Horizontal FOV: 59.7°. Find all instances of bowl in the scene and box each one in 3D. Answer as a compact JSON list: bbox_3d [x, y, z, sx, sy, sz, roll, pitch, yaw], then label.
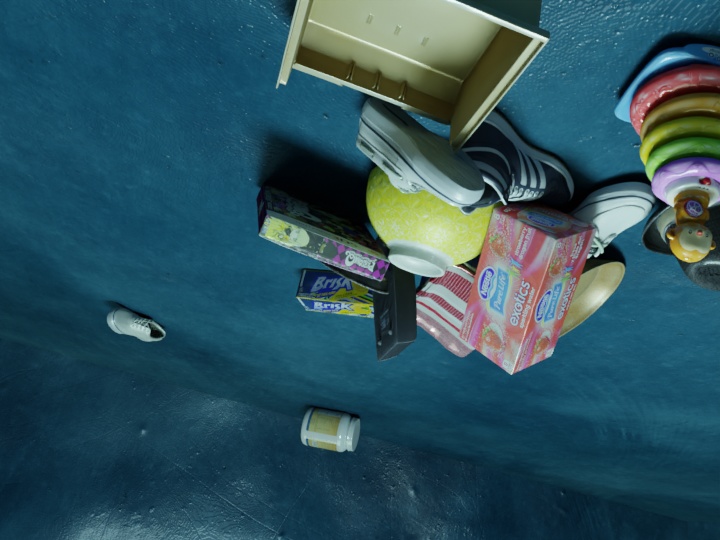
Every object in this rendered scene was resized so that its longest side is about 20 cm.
[{"bbox_3d":[0.090,-0.055,0.856,0.200,0.108,0.200,18,167,4],"label":"bowl"}]

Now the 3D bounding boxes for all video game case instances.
[{"bbox_3d":[-0.062,-0.060,0.915,0.181,0.036,0.200,21,-166,-16],"label":"video game case"}]

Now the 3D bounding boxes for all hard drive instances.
[{"bbox_3d":[0.052,0.036,1.017,0.042,0.201,0.135,2,158,-13],"label":"hard drive"}]

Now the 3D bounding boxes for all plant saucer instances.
[{"bbox_3d":[0.321,0.045,0.984,0.200,0.035,0.200,-24,147,-16],"label":"plant saucer"}]

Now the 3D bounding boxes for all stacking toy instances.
[{"bbox_3d":[0.307,-0.099,0.585,0.116,0.200,0.110,15,156,-3],"label":"stacking toy"}]

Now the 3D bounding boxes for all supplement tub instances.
[{"bbox_3d":[-0.112,0.606,2.381,0.199,0.145,0.145,7,155,13],"label":"supplement tub"}]

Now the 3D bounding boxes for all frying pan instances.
[{"bbox_3d":[0.012,0.007,0.968,0.115,0.031,0.190,30,-172,30],"label":"frying pan"}]

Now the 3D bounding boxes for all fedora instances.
[{"bbox_3d":[0.447,-0.031,0.744,0.200,0.092,0.201,-1,152,0],"label":"fedora"}]

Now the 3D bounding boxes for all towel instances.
[{"bbox_3d":[0.156,0.065,0.995,0.144,0.023,0.200,35,146,-3],"label":"towel"}]

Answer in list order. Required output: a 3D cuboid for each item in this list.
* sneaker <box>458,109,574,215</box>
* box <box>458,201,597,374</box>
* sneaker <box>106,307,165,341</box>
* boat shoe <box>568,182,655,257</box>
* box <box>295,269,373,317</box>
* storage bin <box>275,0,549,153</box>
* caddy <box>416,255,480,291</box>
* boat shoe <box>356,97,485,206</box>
[{"bbox_3d":[0.182,-0.100,0.755,0.200,0.109,0.070,29,152,-31],"label":"sneaker"},{"bbox_3d":[0.215,0.020,0.828,0.095,0.200,0.103,-13,-144,-38],"label":"box"},{"bbox_3d":[-0.625,0.150,1.763,0.071,0.073,0.200,-6,160,18],"label":"sneaker"},{"bbox_3d":[0.307,-0.048,0.839,0.073,0.067,0.200,21,154,-17],"label":"boat shoe"},{"bbox_3d":[-0.020,0.047,1.230,0.199,0.064,0.070,5,155,17],"label":"box"},{"bbox_3d":[0.039,-0.220,0.589,0.200,0.094,0.199,17,155,-10],"label":"storage bin"},{"bbox_3d":[0.190,0.032,1.038,0.200,0.105,0.141,-2,151,30],"label":"caddy"},{"bbox_3d":[0.062,-0.119,0.700,0.073,0.200,0.067,-4,131,-33],"label":"boat shoe"}]
